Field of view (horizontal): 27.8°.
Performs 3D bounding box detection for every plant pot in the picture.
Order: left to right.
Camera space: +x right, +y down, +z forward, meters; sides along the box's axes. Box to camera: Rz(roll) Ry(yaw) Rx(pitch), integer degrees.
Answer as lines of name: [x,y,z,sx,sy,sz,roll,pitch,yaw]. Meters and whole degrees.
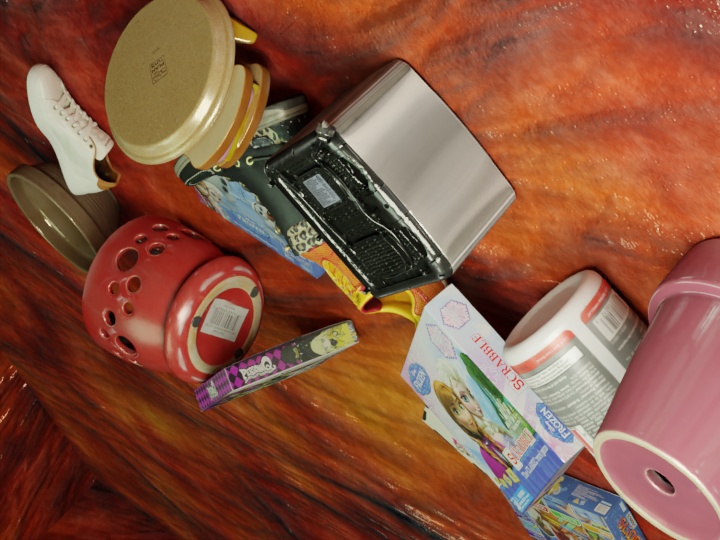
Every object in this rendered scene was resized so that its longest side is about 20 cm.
plant pot: [-0.426,-0.096,2.171,0.200,0.093,0.201,36,157,18]
plant pot: [-0.246,0.048,1.959,0.182,0.201,0.201,25,152,34]
plant pot: [0.282,0.108,1.130,0.199,0.179,0.200,37,159,17]

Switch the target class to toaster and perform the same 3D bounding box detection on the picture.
toaster: [0.025,-0.081,1.338,0.181,0.119,0.200,47,159,-9]

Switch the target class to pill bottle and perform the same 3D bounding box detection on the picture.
pill bottle: [0.232,0.108,1.307,0.200,0.116,0.116,47,159,-5]

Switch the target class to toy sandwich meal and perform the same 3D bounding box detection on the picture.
toy sandwich meal: [-0.177,-0.192,1.476,0.204,0.207,0.070,24,-176,41]

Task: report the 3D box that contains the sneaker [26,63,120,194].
sneaker: [-0.380,-0.195,1.969,0.084,0.073,0.201,-4,129,22]

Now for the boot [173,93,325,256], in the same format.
boot: [-0.103,-0.081,1.522,0.203,0.073,0.155,-23,94,44]

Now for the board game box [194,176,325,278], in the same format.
board game box: [-0.125,-0.106,1.670,0.199,0.043,0.200,32,155,28]

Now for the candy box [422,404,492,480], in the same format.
candy box: [0.144,0.154,1.627,0.136,0.061,0.200,40,157,16]

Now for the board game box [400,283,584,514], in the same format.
board game box: [0.128,0.133,1.453,0.200,0.041,0.200,48,160,15]

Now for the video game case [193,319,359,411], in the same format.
video game case: [-0.112,0.125,1.886,0.036,0.180,0.200,68,159,6]

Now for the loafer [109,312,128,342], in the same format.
loafer: [-0.402,0.119,2.564,0.071,0.073,0.200,48,168,-24]

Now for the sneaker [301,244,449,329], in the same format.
sneaker: [0.000,0.000,1.563,0.199,0.077,0.073,23,150,30]

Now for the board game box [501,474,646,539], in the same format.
board game box: [0.252,0.294,1.722,0.199,0.034,0.136,17,146,51]
